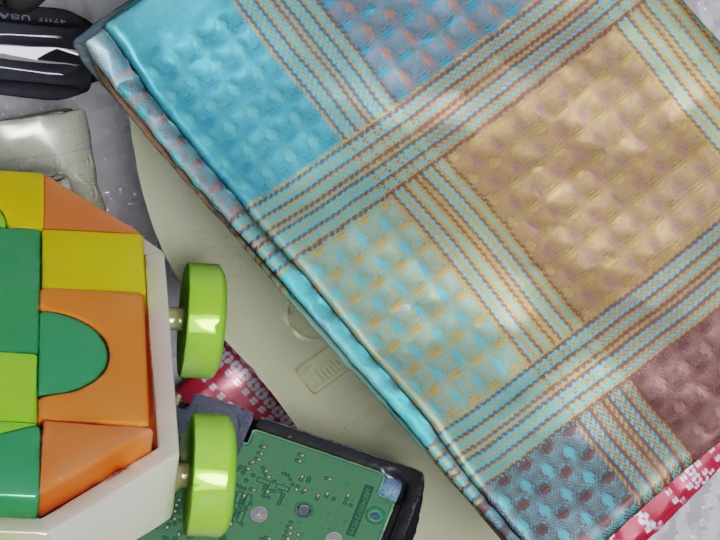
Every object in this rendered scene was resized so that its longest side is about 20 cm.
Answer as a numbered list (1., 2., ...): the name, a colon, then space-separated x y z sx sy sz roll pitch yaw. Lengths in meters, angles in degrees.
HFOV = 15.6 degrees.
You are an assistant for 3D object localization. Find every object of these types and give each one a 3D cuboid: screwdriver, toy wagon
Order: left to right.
1. toy wagon: -0.109 0.040 0.682 0.154 0.200 0.040 3 125 -9
2. screwdriver: -0.044 -0.062 0.811 0.199 0.029 0.028 4 96 -16

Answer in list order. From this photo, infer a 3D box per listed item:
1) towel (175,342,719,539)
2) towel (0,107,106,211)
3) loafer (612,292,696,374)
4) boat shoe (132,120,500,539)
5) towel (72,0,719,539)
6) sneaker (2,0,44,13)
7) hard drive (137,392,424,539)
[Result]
1. towel: 0.038 0.042 0.842 0.200 0.022 0.145 -44 101 -7
2. towel: -0.160 0.059 0.784 0.192 0.035 0.201 -10 98 -5
3. loafer: 0.122 -0.013 0.804 0.200 0.072 0.063 -21 76 -41
4. boat shoe: -0.002 0.001 0.785 0.074 0.063 0.202 -29 97 20
5. towel: 0.039 -0.033 0.728 0.147 0.022 0.200 -38 82 -15
6. sneaker: -0.080 -0.165 0.770 0.099 0.071 0.200 32 95 -16
7. hard drive: -0.078 0.121 0.703 0.139 0.038 0.200 17 57 7
